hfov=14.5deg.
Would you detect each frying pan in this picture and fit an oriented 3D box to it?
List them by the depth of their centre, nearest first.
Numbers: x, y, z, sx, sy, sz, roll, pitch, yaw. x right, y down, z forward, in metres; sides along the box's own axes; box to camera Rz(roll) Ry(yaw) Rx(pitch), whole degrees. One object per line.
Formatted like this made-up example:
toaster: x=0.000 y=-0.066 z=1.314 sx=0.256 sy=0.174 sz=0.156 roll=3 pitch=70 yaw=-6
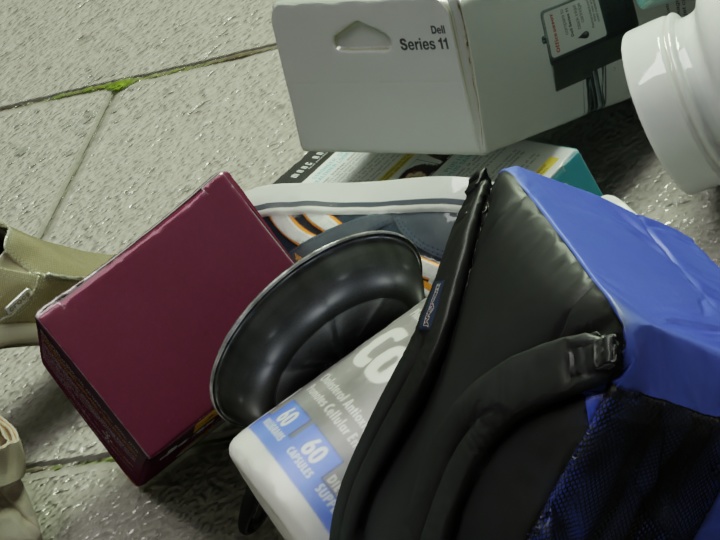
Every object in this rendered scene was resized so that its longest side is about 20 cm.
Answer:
frying pan: x=-0.034 y=0.060 z=1.268 sx=0.031 sy=0.115 sz=0.190 roll=47 pitch=117 yaw=30

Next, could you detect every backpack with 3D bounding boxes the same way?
backpack: x=0.088 y=0.094 z=1.086 sx=0.200 sy=0.167 sz=0.163 roll=-62 pitch=21 yaw=16

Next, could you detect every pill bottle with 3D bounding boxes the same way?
pill bottle: x=0.053 y=0.062 z=1.222 sx=0.200 sy=0.114 sz=0.114 roll=-36 pitch=27 yaw=-6
pill bottle: x=0.229 y=-0.111 z=1.323 sx=0.200 sy=0.112 sz=0.112 roll=-23 pitch=29 yaw=19

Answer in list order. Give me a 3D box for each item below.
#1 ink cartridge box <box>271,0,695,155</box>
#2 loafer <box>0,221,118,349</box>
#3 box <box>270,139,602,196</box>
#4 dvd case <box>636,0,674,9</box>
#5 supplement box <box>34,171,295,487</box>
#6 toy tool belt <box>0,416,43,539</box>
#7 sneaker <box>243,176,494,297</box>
ink cartridge box: x=0.076 y=-0.124 z=1.462 sx=0.200 sy=0.083 sz=0.146 roll=-22 pitch=17 yaw=-38
loafer: x=-0.184 y=0.006 z=1.537 sx=0.199 sy=0.069 sz=0.076 roll=-10 pitch=13 yaw=-32
box: x=0.036 y=-0.031 z=1.464 sx=0.082 sy=0.049 sz=0.200 roll=-43 pitch=29 yaw=-20
dvd case: x=0.245 y=-0.182 z=1.381 sx=0.200 sy=0.022 sz=0.146 roll=-19 pitch=-6 yaw=-22
supplement box: x=-0.087 y=0.033 z=1.357 sx=0.110 sy=0.086 sz=0.200 roll=-38 pitch=-3 yaw=-9
toy tool belt: x=-0.250 y=0.096 z=1.477 sx=0.125 sy=0.123 sz=0.200 roll=-40 pitch=28 yaw=-15
sneaker: x=0.000 y=0.000 z=1.363 sx=0.200 sy=0.078 sz=0.080 roll=-2 pitch=77 yaw=53
